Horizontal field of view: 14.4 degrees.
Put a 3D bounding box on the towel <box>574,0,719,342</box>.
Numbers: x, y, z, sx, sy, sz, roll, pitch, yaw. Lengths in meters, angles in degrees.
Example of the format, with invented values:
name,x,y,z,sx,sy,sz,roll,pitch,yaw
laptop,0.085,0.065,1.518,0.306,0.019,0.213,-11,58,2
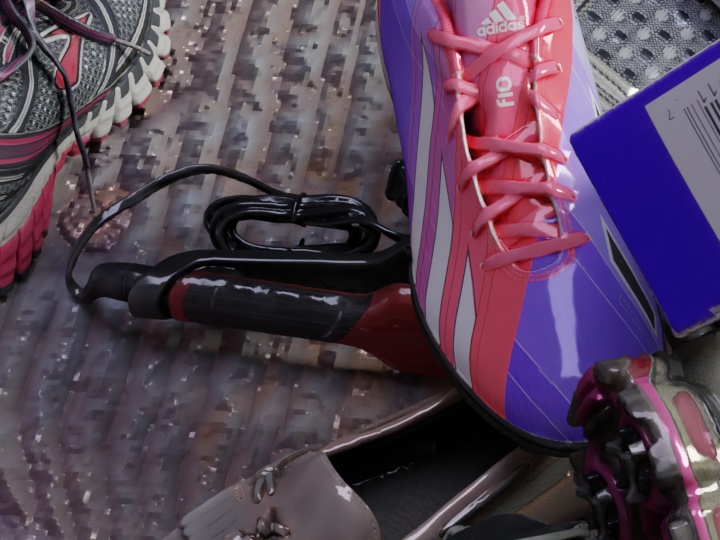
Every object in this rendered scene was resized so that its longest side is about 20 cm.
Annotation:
name,x,y,z,sx,sy,sz,roll,pitch,yaw
towel,0.147,-0.046,0.909,0.200,0.035,0.192,40,54,15

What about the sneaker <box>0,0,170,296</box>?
name,x,y,z,sx,sy,sz,roll,pitch,yaw
sneaker,-0.119,-0.074,0.986,0.080,0.075,0.201,5,40,12

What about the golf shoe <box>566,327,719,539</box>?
name,x,y,z,sx,sy,sz,roll,pitch,yaw
golf shoe,0.125,0.105,0.700,0.092,0.073,0.201,-13,75,-17

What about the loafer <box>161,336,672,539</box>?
name,x,y,z,sx,sy,sz,roll,pitch,yaw
loafer,0.005,0.067,0.815,0.199,0.063,0.072,-24,44,-21

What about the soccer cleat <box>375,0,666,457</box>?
name,x,y,z,sx,sy,sz,roll,pitch,yaw
soccer cleat,0.042,-0.038,0.818,0.068,0.073,0.201,-8,52,-5

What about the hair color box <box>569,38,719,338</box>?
name,x,y,z,sx,sy,sz,roll,pitch,yaw
hair color box,0.150,-0.047,0.767,0.109,0.065,0.200,-32,-6,30

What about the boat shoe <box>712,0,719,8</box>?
name,x,y,z,sx,sy,sz,roll,pitch,yaw
boat shoe,0.188,-0.087,0.896,0.199,0.057,0.069,32,55,13

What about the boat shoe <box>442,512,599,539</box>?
name,x,y,z,sx,sy,sz,roll,pitch,yaw
boat shoe,0.040,0.103,0.769,0.199,0.071,0.064,-5,40,-12

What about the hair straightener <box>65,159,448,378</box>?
name,x,y,z,sx,sy,sz,roll,pitch,yaw
hair straightener,0.000,0.000,0.922,0.199,0.041,0.077,3,40,16
